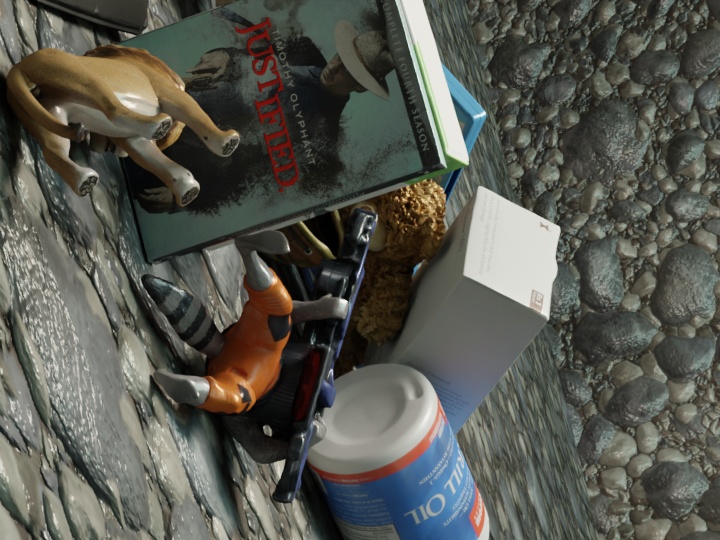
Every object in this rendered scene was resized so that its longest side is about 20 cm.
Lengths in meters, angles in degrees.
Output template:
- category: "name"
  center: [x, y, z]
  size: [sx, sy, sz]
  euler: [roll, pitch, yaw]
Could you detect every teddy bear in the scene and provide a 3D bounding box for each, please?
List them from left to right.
- category: "teddy bear"
  center: [0.000, 0.000, 1.699]
  size: [0.200, 0.066, 0.146]
  euler: [135, -33, -59]

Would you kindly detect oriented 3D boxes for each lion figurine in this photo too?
- category: "lion figurine"
  center: [-0.148, -0.094, 1.199]
  size: [0.122, 0.073, 0.200]
  euler: [40, 7, 19]

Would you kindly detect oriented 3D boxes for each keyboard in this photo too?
- category: "keyboard"
  center: [-0.183, -0.210, 1.356]
  size: [0.200, 0.039, 0.105]
  euler: [5, 86, -77]

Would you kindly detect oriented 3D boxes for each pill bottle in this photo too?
- category: "pill bottle"
  center: [0.035, 0.179, 1.643]
  size: [0.113, 0.111, 0.201]
  euler: [-95, 164, -52]

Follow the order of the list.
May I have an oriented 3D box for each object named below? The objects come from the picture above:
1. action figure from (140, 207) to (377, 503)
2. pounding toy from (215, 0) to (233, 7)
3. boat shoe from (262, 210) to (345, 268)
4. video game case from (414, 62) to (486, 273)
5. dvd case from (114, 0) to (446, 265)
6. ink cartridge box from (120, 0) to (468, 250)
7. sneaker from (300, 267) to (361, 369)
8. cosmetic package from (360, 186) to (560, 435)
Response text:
- category: "action figure"
  center: [-0.063, 0.034, 1.368]
  size: [0.194, 0.104, 0.201]
  euler: [65, 41, -66]
- category: "pounding toy"
  center: [-0.060, -0.309, 1.666]
  size: [0.201, 0.141, 0.185]
  euler: [93, 13, -50]
- category: "boat shoe"
  center: [-0.061, -0.091, 1.626]
  size: [0.072, 0.068, 0.201]
  euler: [-46, 128, -30]
- category: "video game case"
  center: [0.022, -0.104, 1.708]
  size: [0.143, 0.018, 0.201]
  euler: [50, -37, 22]
- category: "dvd case"
  center: [-0.058, -0.102, 1.344]
  size: [0.022, 0.198, 0.147]
  euler: [33, 41, -75]
- category: "ink cartridge box"
  center: [-0.045, -0.112, 1.442]
  size: [0.084, 0.199, 0.147]
  euler: [10, 62, -76]
- category: "sneaker"
  center: [-0.003, 0.003, 1.823]
  size: [0.074, 0.082, 0.201]
  euler: [-46, 116, -78]
- category: "cosmetic package"
  center: [0.072, 0.046, 1.668]
  size: [0.081, 0.200, 0.113]
  euler: [25, 39, -11]
